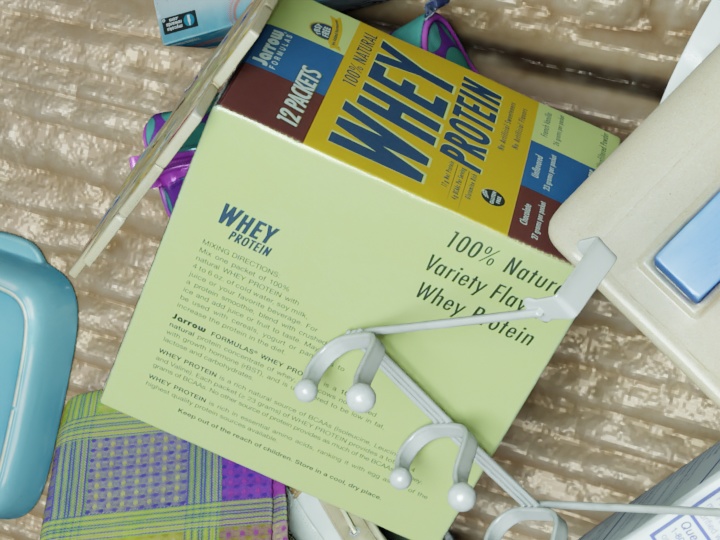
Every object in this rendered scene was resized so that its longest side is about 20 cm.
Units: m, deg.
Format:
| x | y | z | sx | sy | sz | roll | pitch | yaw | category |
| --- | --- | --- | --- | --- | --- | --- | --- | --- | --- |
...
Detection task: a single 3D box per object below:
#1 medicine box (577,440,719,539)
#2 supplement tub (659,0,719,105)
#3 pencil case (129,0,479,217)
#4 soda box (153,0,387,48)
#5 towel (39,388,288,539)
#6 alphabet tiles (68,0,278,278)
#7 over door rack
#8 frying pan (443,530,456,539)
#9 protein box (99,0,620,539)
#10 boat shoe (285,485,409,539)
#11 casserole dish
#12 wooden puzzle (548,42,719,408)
| x | y | z | sx | sy | sz | roll | pitch | yaw | category |
| --- | --- | --- | --- | --- | --- | --- | --- | --- | --- |
| 0.183 | 0.156 | 0.830 | 0.200 | 0.182 | 0.103 | -39 | 81 | 20 | medicine box |
| 0.258 | -0.063 | 0.801 | 0.200 | 0.145 | 0.145 | 30 | 105 | 17 | supplement tub |
| -0.026 | -0.082 | 0.938 | 0.200 | 0.092 | 0.085 | -18 | 88 | 23 | pencil case |
| -0.022 | -0.183 | 0.943 | 0.199 | 0.064 | 0.069 | -11 | 91 | 23 | soda box |
| -0.112 | 0.139 | 0.941 | 0.143 | 0.200 | 0.023 | -7 | 132 | 1 | towel |
| -0.086 | -0.084 | 0.828 | 0.006 | 0.200 | 0.166 | 36 | 119 | -11 | alphabet tiles |
| 0.073 | 0.076 | 0.726 | 0.148 | 0.067 | 0.200 | 44 | 145 | -18 | over door rack |
| 0.073 | 0.233 | 0.894 | 0.190 | 0.115 | 0.031 | 40 | 145 | 2 | frying pan |
| 0.000 | 0.000 | 0.852 | 0.198 | 0.135 | 0.200 | 24 | 126 | -3 | protein box |
| 0.032 | 0.184 | 0.949 | 0.200 | 0.075 | 0.068 | 38 | 101 | 7 | boat shoe |
| -0.255 | 0.074 | 1.071 | 0.121 | 0.039 | 0.201 | 17 | 100 | 19 | casserole dish |
| 0.209 | -0.018 | 0.705 | 0.185 | 0.046 | 0.200 | -46 | 75 | 4 | wooden puzzle |
